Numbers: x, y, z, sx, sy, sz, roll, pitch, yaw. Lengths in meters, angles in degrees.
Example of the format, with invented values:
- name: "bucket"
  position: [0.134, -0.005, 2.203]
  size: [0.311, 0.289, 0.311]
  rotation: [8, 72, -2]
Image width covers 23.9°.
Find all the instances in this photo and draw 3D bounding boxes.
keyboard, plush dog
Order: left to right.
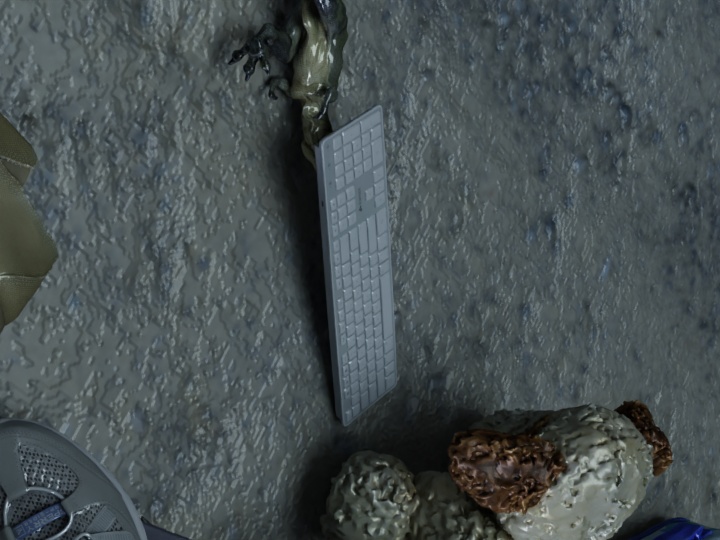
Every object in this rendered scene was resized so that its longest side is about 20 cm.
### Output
- name: "keyboard"
  position: [0.000, 0.000, 1.023]
  size: [0.056, 0.011, 0.200]
  rotation: [-31, 131, -37]
- name: "plush dog"
  position: [0.102, 0.145, 1.035]
  size: [0.200, 0.172, 0.161]
  rotation: [-11, 62, -43]

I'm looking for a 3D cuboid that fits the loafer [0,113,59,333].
- name: "loafer"
  position: [-0.198, -0.061, 0.801]
  size: [0.067, 0.076, 0.200]
  rotation: [-39, 132, -35]

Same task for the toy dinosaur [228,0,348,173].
- name: "toy dinosaur"
  position: [-0.029, -0.145, 0.969]
  size: [0.088, 0.047, 0.200]
  rotation: [-9, 109, -63]

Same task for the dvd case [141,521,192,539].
- name: "dvd case"
  position: [-0.120, 0.236, 0.885]
  size: [0.016, 0.148, 0.200]
  rotation: [66, 44, -74]

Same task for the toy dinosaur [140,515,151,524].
- name: "toy dinosaur"
  position: [-0.113, 0.240, 0.926]
  size: [0.077, 0.102, 0.200]
  rotation: [-48, 123, -80]

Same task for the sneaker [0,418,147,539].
- name: "sneaker"
  position: [-0.133, 0.158, 0.842]
  size: [0.075, 0.082, 0.200]
  rotation: [-34, 86, -5]

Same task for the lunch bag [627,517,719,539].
- name: "lunch bag"
  position: [0.214, 0.277, 1.265]
  size: [0.200, 0.082, 0.161]
  rotation: [-18, 110, -42]
